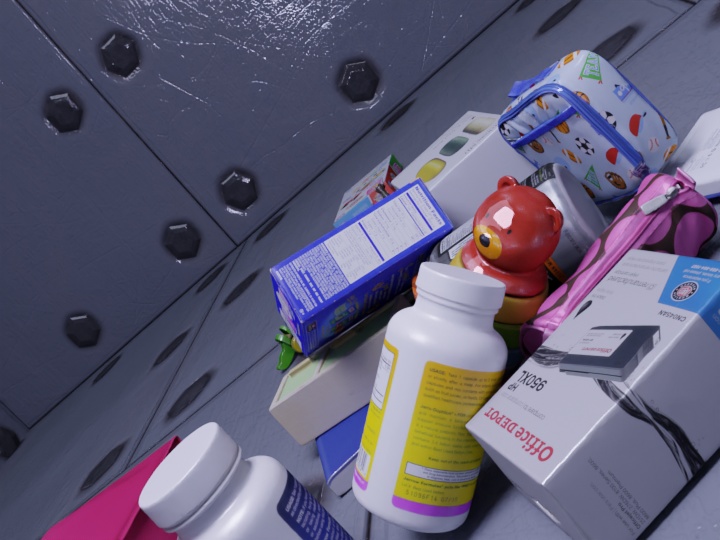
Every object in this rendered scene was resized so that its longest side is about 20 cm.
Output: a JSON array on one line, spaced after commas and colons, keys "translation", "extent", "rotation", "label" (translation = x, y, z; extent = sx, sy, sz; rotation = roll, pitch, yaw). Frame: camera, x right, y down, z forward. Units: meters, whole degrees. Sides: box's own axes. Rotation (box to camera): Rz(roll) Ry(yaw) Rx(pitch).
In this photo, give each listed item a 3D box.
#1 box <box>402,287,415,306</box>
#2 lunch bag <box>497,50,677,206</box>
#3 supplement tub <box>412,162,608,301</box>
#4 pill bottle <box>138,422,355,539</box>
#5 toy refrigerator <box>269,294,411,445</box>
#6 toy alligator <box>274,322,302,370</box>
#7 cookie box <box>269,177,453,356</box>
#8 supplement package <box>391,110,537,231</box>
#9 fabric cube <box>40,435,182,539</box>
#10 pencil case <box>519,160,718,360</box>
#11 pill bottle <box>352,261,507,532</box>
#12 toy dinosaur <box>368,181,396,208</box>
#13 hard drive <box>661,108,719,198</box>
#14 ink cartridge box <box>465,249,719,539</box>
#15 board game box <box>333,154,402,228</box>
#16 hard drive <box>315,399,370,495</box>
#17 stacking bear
[{"translation": [0.022, 0.079, 1.165], "extent": [0.199, 0.040, 0.137], "rotation": [-38, 0, 23], "label": "box"}, {"translation": [0.228, -0.146, 0.939], "extent": [0.076, 0.160, 0.200], "rotation": [-51, 6, -10], "label": "lunch bag"}, {"translation": [0.157, -0.009, 0.936], "extent": [0.199, 0.123, 0.123], "rotation": [-37, 15, 25], "label": "supplement tub"}, {"translation": [-0.086, 0.230, 0.749], "extent": [0.119, 0.201, 0.120], "rotation": [-38, 14, 11], "label": "pill bottle"}, {"translation": [-0.014, 0.117, 1.048], "extent": [0.199, 0.070, 0.076], "rotation": [-37, 15, 26], "label": "toy refrigerator"}, {"translation": [-0.087, 0.080, 1.499], "extent": [0.200, 0.054, 0.059], "rotation": [-49, 16, -21], "label": "toy alligator"}, {"translation": [0.000, 0.000, 1.026], "extent": [0.198, 0.076, 0.172], "rotation": [-32, -14, -11], "label": "cookie box"}, {"translation": [0.154, -0.096, 1.140], "extent": [0.151, 0.151, 0.200], "rotation": [-41, 14, 2], "label": "supplement package"}, {"translation": [-0.200, 0.319, 0.812], "extent": [0.198, 0.201, 0.197], "rotation": [-36, 14, 23], "label": "fabric cube"}, {"translation": [0.221, 0.006, 0.766], "extent": [0.201, 0.090, 0.094], "rotation": [-50, -16, -13], "label": "pencil case"}, {"translation": [0.062, 0.101, 0.734], "extent": [0.104, 0.102, 0.204], "rotation": [-126, 49, -76], "label": "pill bottle"}, {"translation": [0.062, -0.087, 1.522], "extent": [0.202, 0.076, 0.102], "rotation": [-55, 46, 6], "label": "toy dinosaur"}, {"translation": [0.377, -0.125, 0.832], "extent": [0.132, 0.025, 0.199], "rotation": [-49, 15, -22], "label": "hard drive"}, {"translation": [0.189, 0.087, 0.642], "extent": [0.200, 0.084, 0.144], "rotation": [-45, 14, -6], "label": "ink cartridge box"}, {"translation": [0.018, -0.167, 1.962], "extent": [0.152, 0.040, 0.201], "rotation": [-38, 15, 21], "label": "board game box"}, {"translation": [0.003, 0.171, 1.043], "extent": [0.132, 0.025, 0.200], "rotation": [-43, 14, 1], "label": "hard drive"}, {"translation": [0.121, 0.016, 0.809], "extent": [0.112, 0.122, 0.203], "rotation": [-12, -47, -35], "label": "stacking bear"}]
